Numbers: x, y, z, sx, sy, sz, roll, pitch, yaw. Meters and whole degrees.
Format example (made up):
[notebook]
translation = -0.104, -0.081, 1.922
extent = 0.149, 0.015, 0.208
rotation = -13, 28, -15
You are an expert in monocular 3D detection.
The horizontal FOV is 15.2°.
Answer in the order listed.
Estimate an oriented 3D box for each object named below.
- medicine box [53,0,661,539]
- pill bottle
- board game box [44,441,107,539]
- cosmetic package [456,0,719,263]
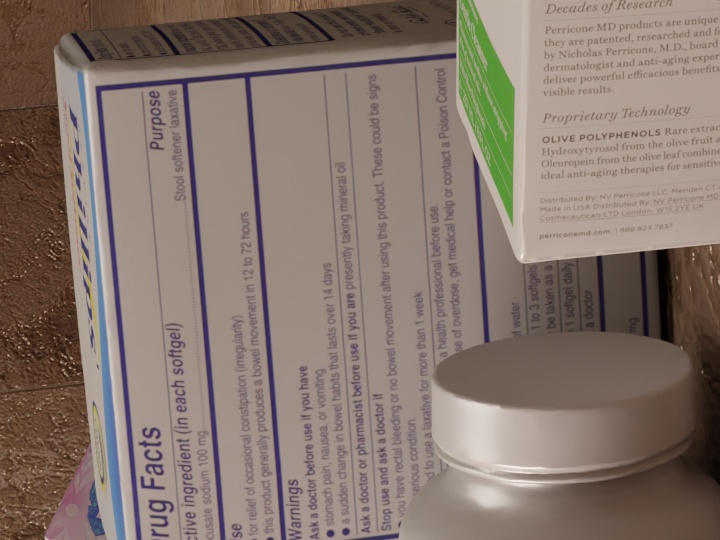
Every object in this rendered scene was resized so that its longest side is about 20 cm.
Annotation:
[medicine box]
translation = 0.000, 0.000, 0.967
extent = 0.103, 0.200, 0.182
rotation = -131, 36, -74
[pill bottle]
translation = 0.071, 0.127, 0.891
extent = 0.112, 0.112, 0.200
rotation = -126, 31, -73
[board game box]
translation = -0.085, 0.068, 1.308
extent = 0.200, 0.041, 0.200
rotation = 97, -162, -73
[cosmetic package]
translation = 0.076, -0.116, 0.782
extent = 0.108, 0.085, 0.200
rotation = -106, 12, -59
